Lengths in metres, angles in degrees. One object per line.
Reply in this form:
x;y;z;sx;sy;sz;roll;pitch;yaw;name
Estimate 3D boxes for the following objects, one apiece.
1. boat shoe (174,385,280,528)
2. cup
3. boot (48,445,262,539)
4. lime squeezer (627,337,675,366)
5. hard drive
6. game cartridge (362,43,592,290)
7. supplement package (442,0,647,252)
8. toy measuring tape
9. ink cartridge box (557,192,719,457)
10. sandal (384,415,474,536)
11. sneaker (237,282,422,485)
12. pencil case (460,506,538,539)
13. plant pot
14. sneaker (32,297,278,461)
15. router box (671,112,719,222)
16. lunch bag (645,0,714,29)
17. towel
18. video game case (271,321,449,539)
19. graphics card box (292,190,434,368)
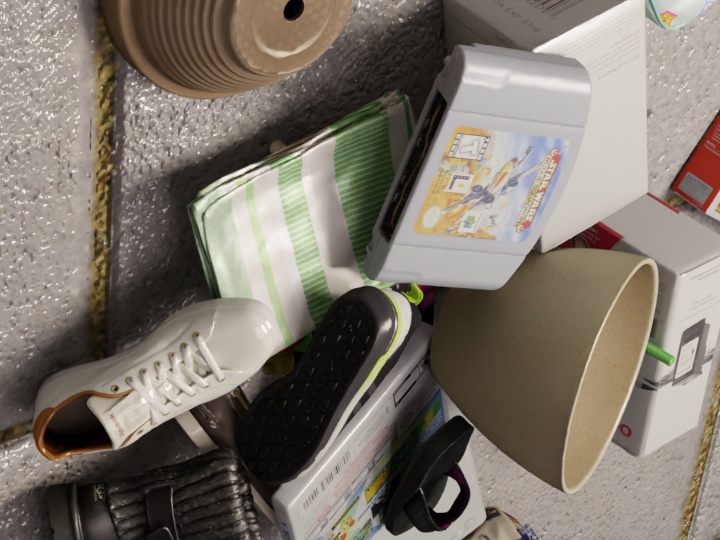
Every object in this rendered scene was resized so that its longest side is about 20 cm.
-0.085;0.149;1.657;0.059;0.072;0.200;-42;134;-4;boat shoe
0.140;0.063;1.654;0.201;0.142;0.201;-54;155;-40;cup
-0.152;0.237;1.609;0.156;0.080;0.212;-11;131;-3;boot
0.183;0.059;1.778;0.038;0.199;0.071;-9;90;-45;lime squeezer
0.045;0.195;1.843;0.131;0.026;0.201;-34;137;-18;hard drive
0.093;-0.072;1.520;0.132;0.042;0.201;6;123;-26;game cartridge
0.149;-0.139;1.611;0.117;0.117;0.201;-29;135;-22;supplement package
-0.074;0.000;1.557;0.073;0.073;0.202;-22;128;-28;toy measuring tape
0.240;0.042;1.808;0.083;0.145;0.201;-23;134;-36;ink cartridge box
0.064;0.188;1.711;0.075;0.048;0.201;-40;165;-21;sandal
-0.014;0.091;1.566;0.200;0.072;0.083;-50;156;27;sneaker
0.088;0.315;1.925;0.200;0.089;0.078;-40;139;-10;pencil case
-0.071;-0.197;1.388;0.200;0.093;0.202;-23;134;-27;plant pot
-0.149;0.089;1.479;0.199;0.085;0.073;-26;114;12;sneaker
0.406;-0.112;1.917;0.199;0.049;0.180;23;103;-49;router box
0.271;-0.309;1.624;0.200;0.077;0.161;-46;138;-5;lunch bag
-0.029;-0.030;1.528;0.199;0.023;0.154;-29;121;-25;towel
0.005;0.163;1.687;0.200;0.022;0.183;-49;153;-24;video game case
0.000;0.000;1.634;0.125;0.051;0.201;-22;134;-29;graphics card box
